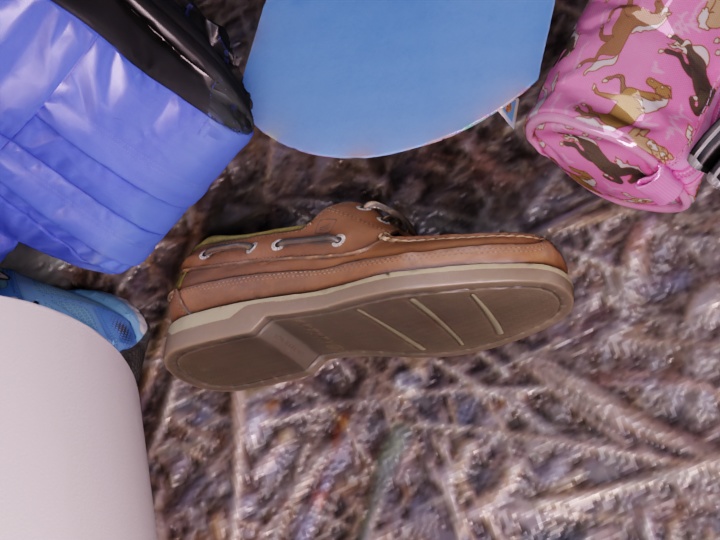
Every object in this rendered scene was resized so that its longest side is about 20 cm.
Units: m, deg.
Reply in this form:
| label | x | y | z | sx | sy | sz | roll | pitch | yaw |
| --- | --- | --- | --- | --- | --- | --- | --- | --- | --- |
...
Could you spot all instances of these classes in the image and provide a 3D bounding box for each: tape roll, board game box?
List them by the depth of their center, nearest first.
| label | x | y | z | sx | sy | sz | roll | pitch | yaw |
| --- | --- | --- | --- | --- | --- | --- | --- | --- | --- |
| tape roll | -0.185 | 0.120 | 1.128 | 0.202 | 0.203 | 0.140 | -21 | 54 | 15 |
| board game box | 0.030 | -0.123 | 1.265 | 0.157 | 0.039 | 0.201 | -5 | 53 | 27 |

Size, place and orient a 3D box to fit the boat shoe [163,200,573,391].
| label | x | y | z | sx | sy | sz | roll | pitch | yaw |
| --- | --- | --- | --- | --- | --- | --- | --- | --- | --- |
| boat shoe | 0.000 | 0.000 | 1.184 | 0.199 | 0.072 | 0.068 | -9 | 59 | 23 |

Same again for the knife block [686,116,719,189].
| label | x | y | z | sx | sy | sz | roll | pitch | yaw |
| --- | --- | --- | --- | --- | --- | --- | --- | --- | --- |
| knife block | 0.233 | -0.095 | 1.119 | 0.175 | 0.064 | 0.201 | -1 | 62 | 24 |

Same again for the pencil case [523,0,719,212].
| label | x | y | z | sx | sy | sz | roll | pitch | yaw |
| --- | --- | --- | --- | --- | --- | --- | --- | --- | --- |
| pencil case | 0.149 | -0.121 | 1.173 | 0.201 | 0.083 | 0.086 | -60 | 10 | -14 |

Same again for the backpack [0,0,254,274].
| label | x | y | z | sx | sy | sz | roll | pitch | yaw |
| --- | --- | --- | --- | --- | --- | --- | --- | --- | --- |
| backpack | -0.161 | -0.089 | 1.220 | 0.168 | 0.199 | 0.163 | -49 | 32 | 20 |

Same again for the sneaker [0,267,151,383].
| label | x | y | z | sx | sy | sz | roll | pitch | yaw |
| --- | --- | --- | --- | --- | --- | --- | --- | --- | --- |
| sneaker | -0.186 | 0.031 | 1.245 | 0.199 | 0.090 | 0.079 | 12 | 83 | 35 |
